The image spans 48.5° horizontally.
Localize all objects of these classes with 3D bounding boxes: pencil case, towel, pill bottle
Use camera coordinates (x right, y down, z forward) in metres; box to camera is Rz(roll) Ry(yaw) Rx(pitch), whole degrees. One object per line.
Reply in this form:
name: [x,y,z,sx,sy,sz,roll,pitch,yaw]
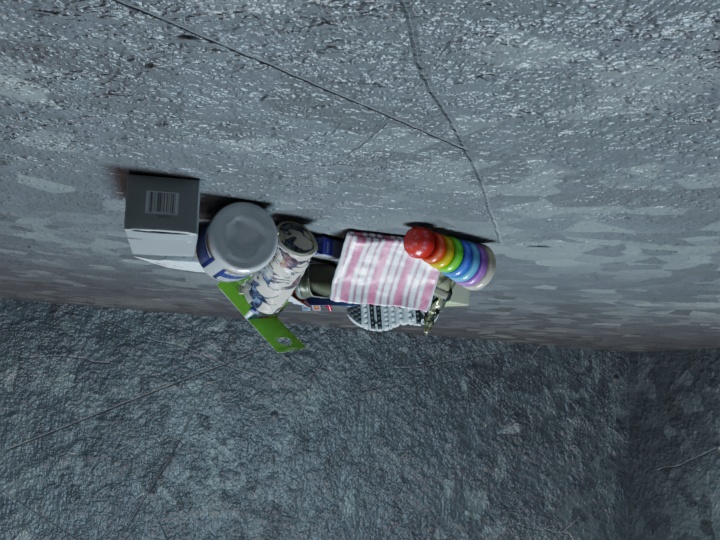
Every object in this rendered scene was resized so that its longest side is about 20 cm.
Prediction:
pencil case: [-0.144,-0.004,1.398,0.088,0.079,0.201,5,142,-26]
towel: [0.052,0.005,1.459,0.197,0.148,0.030,6,-148,-15]
pill bottle: [-0.210,-0.041,1.314,0.109,0.113,0.200,7,171,-20]

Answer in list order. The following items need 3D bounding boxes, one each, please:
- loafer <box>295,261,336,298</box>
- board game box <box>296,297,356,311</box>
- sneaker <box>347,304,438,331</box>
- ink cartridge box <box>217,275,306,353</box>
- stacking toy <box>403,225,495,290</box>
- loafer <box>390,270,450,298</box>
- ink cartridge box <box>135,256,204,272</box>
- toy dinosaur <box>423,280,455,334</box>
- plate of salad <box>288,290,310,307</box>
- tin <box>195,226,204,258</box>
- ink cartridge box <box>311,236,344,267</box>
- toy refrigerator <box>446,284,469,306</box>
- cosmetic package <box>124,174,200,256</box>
loafer: [-0.066,0.015,1.525,0.069,0.076,0.200,-4,180,22]
board game box: [-0.050,0.045,1.732,0.197,0.039,0.159,0,-147,18]
sneaker: [0.068,0.086,1.734,0.197,0.076,0.081,0,-168,-6]
ink cartridge box: [-0.187,0.075,1.696,0.200,0.076,0.148,45,-167,16]
stacking toy: [0.147,-0.026,1.381,0.085,0.087,0.199,-4,165,44]
loafer: [0.093,-0.013,1.529,0.198,0.069,0.075,27,178,-26]
ink cartridge box: [-0.356,-0.029,1.708,0.197,0.048,0.160,6,173,15]
toy dinosaur: [0.166,0.050,1.636,0.088,0.048,0.201,-7,139,-53]
plate of salad: [-0.173,0.005,1.624,0.199,0.048,0.200,39,-179,-1]
tin: [-0.264,-0.033,1.509,0.111,0.042,0.200,37,163,-12]
ink cartridge box: [-0.070,-0.034,1.542,0.118,0.043,0.199,-1,172,39]
toy refrigerator: [0.164,0.055,1.931,0.075,0.071,0.198,11,169,-44]
cosmetic package: [-0.295,-0.077,1.198,0.105,0.092,0.200,2,169,-11]
